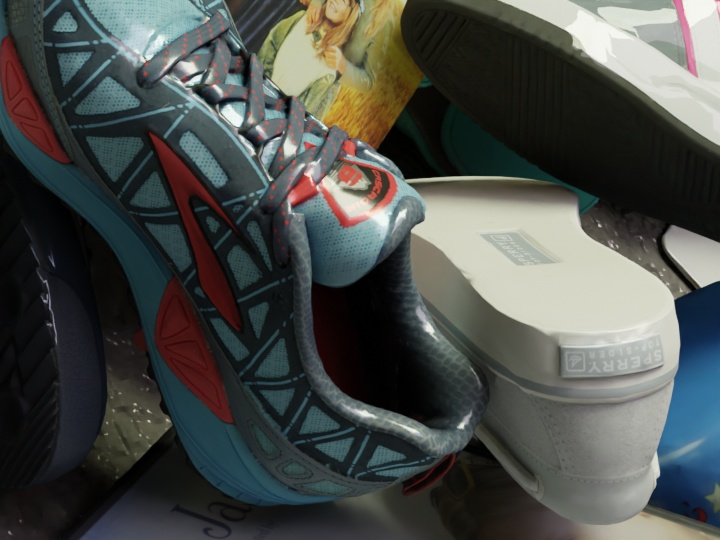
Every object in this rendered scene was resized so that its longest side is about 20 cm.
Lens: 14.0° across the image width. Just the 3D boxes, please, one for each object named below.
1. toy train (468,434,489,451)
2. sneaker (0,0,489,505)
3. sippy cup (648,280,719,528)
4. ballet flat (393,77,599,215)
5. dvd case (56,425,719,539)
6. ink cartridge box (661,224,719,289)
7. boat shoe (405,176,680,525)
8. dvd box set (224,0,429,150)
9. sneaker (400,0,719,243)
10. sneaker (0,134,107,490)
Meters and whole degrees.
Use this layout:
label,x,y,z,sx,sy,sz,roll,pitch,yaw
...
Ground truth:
label,x,y,z,sx,sy,sz,roll,pitch,yaw
toy train,0.000,0.000,0.955,0.201,0.034,0.046,56,23,9
sneaker,-0.024,-0.027,0.770,0.079,0.095,0.201,-51,124,-38
sippy cup,0.134,0.076,0.921,0.131,0.177,0.140,53,43,-22
ballet flat,0.020,-0.080,1.010,0.070,0.068,0.200,40,4,39
dvd case,0.021,0.092,0.808,0.199,0.018,0.143,17,31,18
ink cartridge box,0.219,0.020,1.150,0.200,0.067,0.116,46,35,-7
boat shoe,0.046,0.019,0.863,0.072,0.069,0.200,-5,16,-18
dvd box set,-0.018,-0.111,0.873,0.200,0.029,0.147,-56,134,-29
sneaker,0.121,-0.079,0.898,0.199,0.084,0.121,24,64,-1
sneaker,-0.095,-0.031,0.840,0.082,0.070,0.201,5,57,-43
